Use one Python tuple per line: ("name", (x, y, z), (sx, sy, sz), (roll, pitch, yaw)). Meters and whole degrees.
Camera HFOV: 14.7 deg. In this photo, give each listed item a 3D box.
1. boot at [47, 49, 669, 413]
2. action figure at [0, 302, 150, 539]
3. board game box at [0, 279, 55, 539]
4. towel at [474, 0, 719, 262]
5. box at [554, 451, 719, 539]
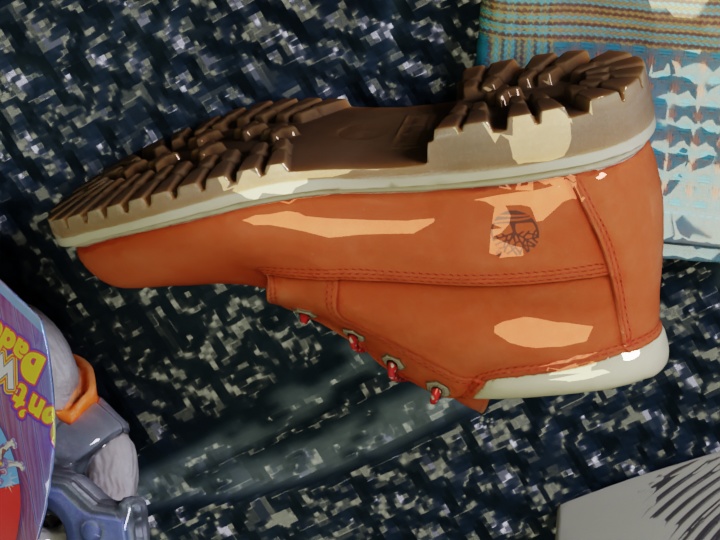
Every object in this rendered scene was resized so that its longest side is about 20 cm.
("boot", (0.000, 0.000, 0.868), (0.199, 0.075, 0.108), (-5, 113, 21))
("action figure", (-0.138, 0.096, 0.947), (0.199, 0.104, 0.195), (15, 110, 27))
("board game box", (-0.186, 0.043, 0.884), (0.200, 0.039, 0.158), (41, 111, 22))
("towel", (0.110, -0.094, 0.854), (0.146, 0.022, 0.201), (4, 114, 4))
("box", (0.100, 0.140, 0.860), (0.068, 0.200, 0.082), (-19, 111, 13))
